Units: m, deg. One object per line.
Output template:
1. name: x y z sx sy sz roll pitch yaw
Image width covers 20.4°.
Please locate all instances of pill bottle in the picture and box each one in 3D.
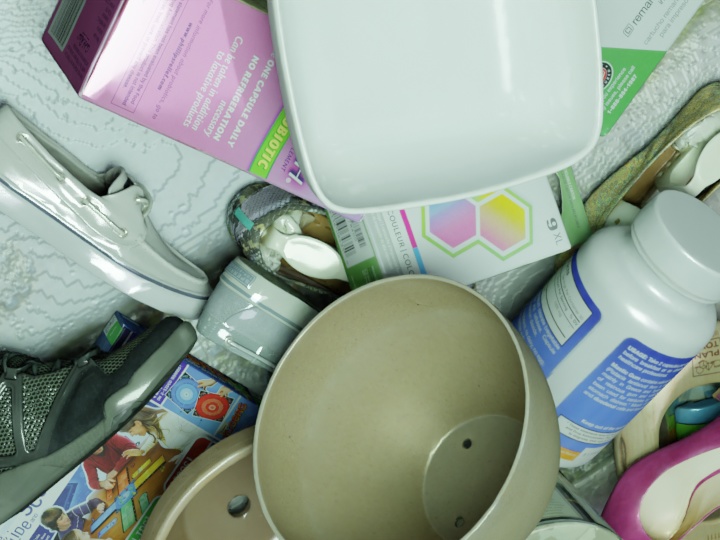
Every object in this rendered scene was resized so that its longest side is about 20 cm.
1. pill bottle: 0.180 0.039 1.413 0.112 0.112 0.200 26 124 -22

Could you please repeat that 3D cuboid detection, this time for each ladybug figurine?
1. ladybug figurine: 0.251 0.120 1.519 0.136 0.072 0.200 -8 110 -13

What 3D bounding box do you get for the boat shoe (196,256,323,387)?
1. boat shoe: -0.041 0.062 1.398 0.072 0.070 0.201 -51 132 1

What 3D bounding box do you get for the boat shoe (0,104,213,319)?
1. boat shoe: -0.174 -0.040 1.347 0.200 0.072 0.066 35 100 -15

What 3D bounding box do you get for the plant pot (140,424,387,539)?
1. plant pot: -0.072 0.185 1.401 0.201 0.093 0.201 -11 116 -23

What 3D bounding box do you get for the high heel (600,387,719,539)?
1. high heel: 0.248 0.161 1.439 0.200 0.096 0.067 -45 114 2

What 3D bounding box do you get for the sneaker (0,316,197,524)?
1. sneaker: -0.209 0.075 1.343 0.199 0.076 0.114 -37 90 12

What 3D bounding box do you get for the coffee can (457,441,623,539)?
1. coffee can: 0.104 0.206 1.434 0.146 0.200 0.146 -5 109 -14

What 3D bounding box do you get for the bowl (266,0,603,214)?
1. bowl: 0.037 -0.144 1.184 0.200 0.075 0.200 -13 104 -17

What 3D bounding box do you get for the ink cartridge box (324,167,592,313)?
1. ink cartridge box: 0.079 -0.046 1.380 0.200 0.059 0.104 -18 88 -25

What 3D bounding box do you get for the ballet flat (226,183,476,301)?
1. ballet flat: 0.000 0.000 1.408 0.200 0.072 0.072 21 100 -22

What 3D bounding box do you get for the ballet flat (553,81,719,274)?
1. ballet flat: 0.220 -0.054 1.456 0.071 0.071 0.200 41 93 -24

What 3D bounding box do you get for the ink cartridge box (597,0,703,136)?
1. ink cartridge box: 0.123 -0.209 1.367 0.200 0.083 0.147 33 95 -22

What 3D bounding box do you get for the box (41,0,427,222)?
1. box: -0.086 -0.132 1.281 0.200 0.176 0.097 23 100 -22

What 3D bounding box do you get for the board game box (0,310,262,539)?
1. board game box: -0.172 0.147 1.423 0.135 0.034 0.200 33 95 -23

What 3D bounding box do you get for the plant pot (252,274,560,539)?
1. plant pot: 0.049 0.119 1.288 0.200 0.200 0.134 -50 141 4
